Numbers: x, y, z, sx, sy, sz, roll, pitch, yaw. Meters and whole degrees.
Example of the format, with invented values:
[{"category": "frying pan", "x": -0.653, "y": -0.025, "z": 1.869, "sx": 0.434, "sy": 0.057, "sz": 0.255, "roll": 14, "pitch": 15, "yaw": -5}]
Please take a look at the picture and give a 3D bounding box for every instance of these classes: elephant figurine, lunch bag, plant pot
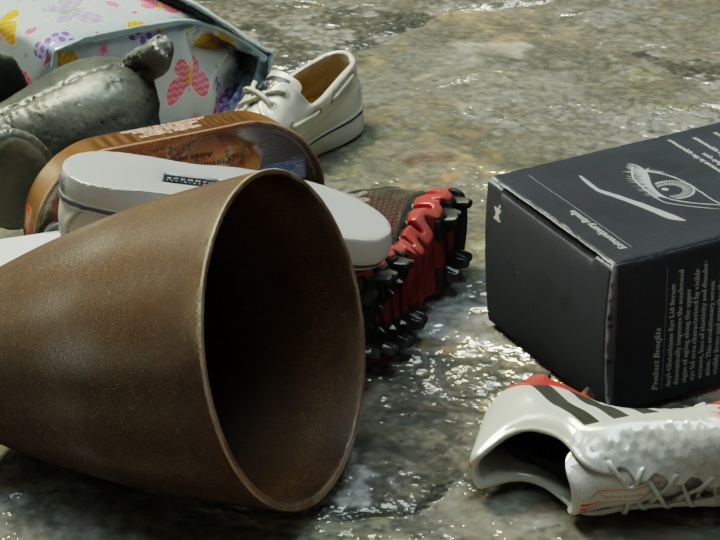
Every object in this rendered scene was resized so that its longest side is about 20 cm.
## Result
[{"category": "elephant figurine", "x": -0.236, "y": -0.072, "z": 1.659, "sx": 0.200, "sy": 0.155, "sz": 0.141, "roll": -1, "pitch": 0, "yaw": -25}, {"category": "lunch bag", "x": -0.190, "y": -0.166, "z": 1.884, "sx": 0.200, "sy": 0.127, "sz": 0.170, "roll": -13, "pitch": 30, "yaw": -37}, {"category": "plant pot", "x": -0.128, "y": 0.045, "z": 1.425, "sx": 0.200, "sy": 0.187, "sz": 0.187, "roll": -5, "pitch": 23, "yaw": 26}]

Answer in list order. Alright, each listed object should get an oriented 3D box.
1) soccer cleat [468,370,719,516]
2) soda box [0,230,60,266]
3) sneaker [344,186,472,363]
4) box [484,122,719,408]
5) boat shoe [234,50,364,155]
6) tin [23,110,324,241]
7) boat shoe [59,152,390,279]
[{"category": "soccer cleat", "x": 0.154, "y": 0.106, "z": 1.394, "sx": 0.200, "sy": 0.069, "sz": 0.085, "roll": 10, "pitch": 37, "yaw": 28}, {"category": "soda box", "x": -0.138, "y": 0.011, "z": 1.585, "sx": 0.200, "sy": 0.068, "sz": 0.064, "roll": -8, "pitch": 28, "yaw": -15}, {"category": "sneaker", "x": 0.000, "y": 0.000, "z": 1.599, "sx": 0.098, "sy": 0.071, "sz": 0.200, "roll": 8, "pitch": 26, "yaw": 18}, {"category": "box", "x": 0.197, "y": -0.007, "z": 1.568, "sx": 0.200, "sy": 0.104, "sz": 0.148, "roll": -14, "pitch": 29, "yaw": -23}, {"category": "boat shoe", "x": -0.064, "y": -0.108, "z": 1.819, "sx": 0.071, "sy": 0.070, "sz": 0.200, "roll": 18, "pitch": 32, "yaw": 33}, {"category": "tin", "x": -0.120, "y": -0.039, "z": 1.638, "sx": 0.200, "sy": 0.112, "sz": 0.042, "roll": -12, "pitch": 21, "yaw": -22}, {"category": "boat shoe", "x": -0.083, "y": -0.017, "z": 1.515, "sx": 0.200, "sy": 0.070, "sz": 0.071, "roll": 9, "pitch": 26, "yaw": 1}]
